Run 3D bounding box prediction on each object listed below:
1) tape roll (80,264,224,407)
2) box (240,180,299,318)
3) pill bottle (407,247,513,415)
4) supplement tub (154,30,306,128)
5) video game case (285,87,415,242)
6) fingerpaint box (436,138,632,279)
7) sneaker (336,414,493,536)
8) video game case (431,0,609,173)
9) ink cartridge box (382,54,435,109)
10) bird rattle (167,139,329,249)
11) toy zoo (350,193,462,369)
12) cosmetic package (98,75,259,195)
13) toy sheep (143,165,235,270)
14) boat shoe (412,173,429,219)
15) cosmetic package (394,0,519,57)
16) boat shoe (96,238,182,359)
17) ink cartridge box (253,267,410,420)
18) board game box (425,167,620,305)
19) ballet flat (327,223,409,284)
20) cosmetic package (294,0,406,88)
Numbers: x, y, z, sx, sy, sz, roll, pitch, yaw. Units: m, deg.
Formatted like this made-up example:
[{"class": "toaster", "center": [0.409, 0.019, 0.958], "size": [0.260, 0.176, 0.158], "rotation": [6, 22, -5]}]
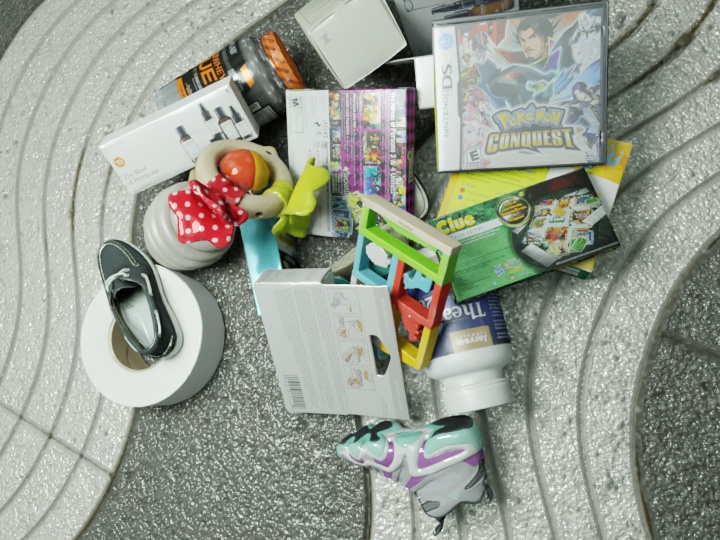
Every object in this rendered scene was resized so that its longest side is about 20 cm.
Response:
[{"class": "tape roll", "center": [-0.304, 0.097, 0.882], "size": [0.202, 0.071, 0.203], "rotation": [-3, 79, 16]}, {"class": "box", "center": [-0.127, -0.032, 0.850], "size": [0.049, 0.082, 0.201], "rotation": [-17, 76, 11]}, {"class": "pill bottle", "center": [0.124, 0.071, 0.745], "size": [0.111, 0.111, 0.201], "rotation": [-15, 76, 12]}, {"class": "supplement tub", "center": [-0.189, -0.260, 0.889], "size": [0.200, 0.122, 0.123], "rotation": [-28, 74, 9]}, {"class": "video game case", "center": [-0.015, -0.142, 0.808], "size": [0.181, 0.036, 0.201], "rotation": [7, 108, 26]}, {"class": "fingerpaint box", "center": [0.218, -0.099, 0.771], "size": [0.199, 0.073, 0.167], "rotation": [17, 86, 16]}, {"class": "sneaker", "center": [0.067, 0.263, 0.747], "size": [0.199, 0.078, 0.140], "rotation": [-13, 95, 34]}, {"class": "video game case", "center": [0.188, -0.212, 0.714], "size": [0.199, 0.026, 0.182], "rotation": [-1, 101, 15]}, {"class": "ink cartridge box", "center": [0.140, -0.256, 0.794], "size": [0.199, 0.116, 0.068], "rotation": [-2, 106, 16]}, {"class": "bird rattle", "center": [-0.150, -0.102, 0.772], "size": [0.199, 0.113, 0.163], "rotation": [-9, 54, -26]}, {"class": "toy zoo", "center": [0.041, 0.027, 0.705], "size": [0.131, 0.020, 0.201], "rotation": [34, 130, 33]}, {"class": "cosmetic package", "center": [-0.247, -0.184, 0.826], "size": [0.199, 0.083, 0.051], "rotation": [-23, 30, 8]}, {"class": "toy sheep", "center": [-0.241, -0.069, 0.861], "size": [0.200, 0.138, 0.138], "rotation": [-27, 70, 48]}, {"class": "boat shoe", "center": [0.024, -0.143, 0.847], "size": [0.200, 0.057, 0.067], "rotation": [40, 110, 14]}, {"class": "cosmetic package", "center": [0.127, -0.347, 0.776], "size": [0.150, 0.200, 0.052], "rotation": [-5, 78, 15]}, {"class": "boat shoe", "center": [-0.314, 0.032, 0.828], "size": [0.076, 0.060, 0.200], "rotation": [-41, 72, 5]}, {"class": "ink cartridge box", "center": [-0.029, 0.094, 0.758], "size": [0.176, 0.045, 0.201], "rotation": [0, 118, 19]}, {"class": "board game box", "center": [0.186, -0.041, 0.699], "size": [0.199, 0.023, 0.105], "rotation": [-18, 78, -1]}, {"class": "ballet flat", "center": [0.000, 0.000, 0.802], "size": [0.067, 0.062, 0.200], "rotation": [41, 134, -16]}, {"class": "cosmetic package", "center": [-0.020, -0.329, 0.816], "size": [0.103, 0.087, 0.200], "rotation": [-32, 29, 8]}]
